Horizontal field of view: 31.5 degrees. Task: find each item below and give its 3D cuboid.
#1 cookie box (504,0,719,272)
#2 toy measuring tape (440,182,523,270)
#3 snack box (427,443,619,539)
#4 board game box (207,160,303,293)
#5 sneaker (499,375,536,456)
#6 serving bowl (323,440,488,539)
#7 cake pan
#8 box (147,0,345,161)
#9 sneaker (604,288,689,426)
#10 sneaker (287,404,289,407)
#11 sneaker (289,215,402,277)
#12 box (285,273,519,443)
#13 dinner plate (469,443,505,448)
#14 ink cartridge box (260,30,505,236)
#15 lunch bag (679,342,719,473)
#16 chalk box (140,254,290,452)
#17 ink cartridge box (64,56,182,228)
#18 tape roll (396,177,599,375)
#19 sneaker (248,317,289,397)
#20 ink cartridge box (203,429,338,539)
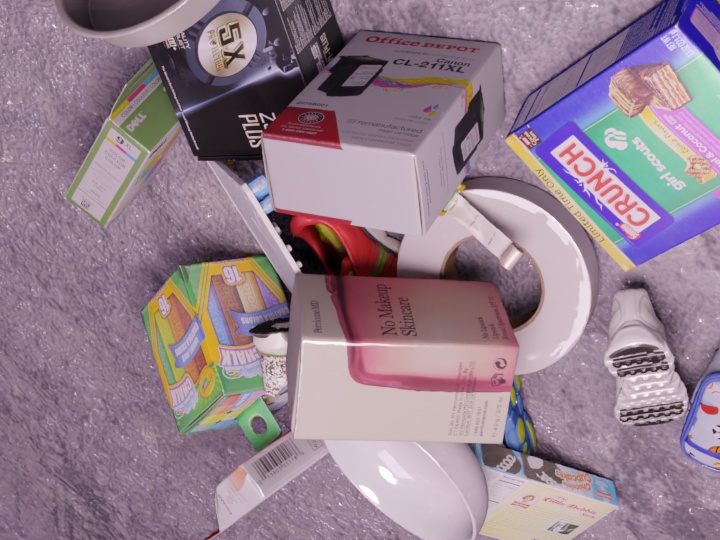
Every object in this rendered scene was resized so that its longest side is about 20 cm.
[{"bbox_3d":[0.251,-0.114,1.076,0.171,0.075,0.200,45,137,-12],"label":"cookie box"},{"bbox_3d":[0.067,-0.073,1.186,0.200,0.073,0.074,46,143,26],"label":"toy measuring tape"},{"bbox_3d":[0.172,0.251,1.401,0.199,0.037,0.116,20,133,-29],"label":"snack box"},{"bbox_3d":[-0.085,-0.034,1.306,0.200,0.026,0.200,59,172,-25],"label":"board game box"},{"bbox_3d":[0.135,0.147,1.385,0.082,0.071,0.200,0,131,24],"label":"sneaker"},{"bbox_3d":[0.054,0.189,1.293,0.200,0.066,0.201,33,150,22],"label":"serving bowl"},{"bbox_3d":[-0.179,-0.278,1.124,0.199,0.201,0.037,2,154,31],"label":"cake pan"},{"bbox_3d":[-0.107,-0.209,1.204,0.163,0.086,0.201,2,128,30],"label":"box"},{"bbox_3d":[0.278,0.090,1.251,0.075,0.081,0.200,-9,145,11],"label":"sneaker"},{"bbox_3d":[0.012,0.152,1.475,0.199,0.075,0.100,16,128,7],"label":"sneaker"},{"bbox_3d":[0.000,0.000,1.326,0.200,0.085,0.077,45,137,-10],"label":"sneaker"},{"bbox_3d":[0.034,0.081,1.191,0.199,0.128,0.109,3,118,-8],"label":"box"},{"bbox_3d":[0.070,0.206,1.419,0.199,0.024,0.201,14,140,12],"label":"dinner plate"},{"bbox_3d":[0.025,-0.127,1.115,0.145,0.200,0.083,10,130,24],"label":"ink cartridge box"},{"bbox_3d":[0.414,0.156,1.221,0.199,0.076,0.161,21,138,15],"label":"lunch bag"},{"bbox_3d":[-0.143,0.102,1.411,0.124,0.123,0.201,-43,62,46],"label":"chalk box"},{"bbox_3d":[-0.230,-0.141,1.328,0.059,0.104,0.200,37,137,-4],"label":"ink cartridge box"},{"bbox_3d":[0.133,0.008,1.253,0.202,0.037,0.204,11,119,21],"label":"tape roll"},{"bbox_3d":[-0.027,0.097,1.372,0.077,0.199,0.089,-156,68,-63],"label":"sneaker"},{"bbox_3d":[-0.098,0.221,1.420,0.050,0.162,0.200,55,143,4],"label":"ink cartridge box"}]
